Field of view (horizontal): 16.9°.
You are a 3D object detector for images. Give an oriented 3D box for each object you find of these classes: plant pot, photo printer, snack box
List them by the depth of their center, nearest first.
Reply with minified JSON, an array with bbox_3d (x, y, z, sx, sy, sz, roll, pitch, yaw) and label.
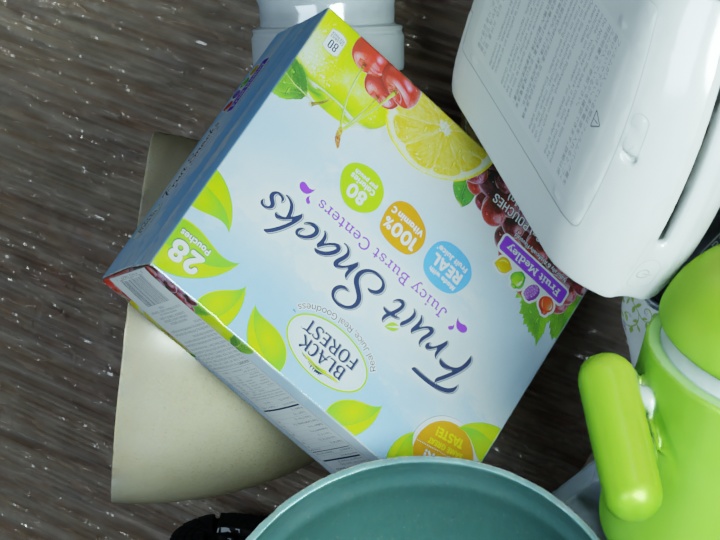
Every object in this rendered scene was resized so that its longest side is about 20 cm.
[{"bbox_3d":[0.117,-0.096,1.108,0.200,0.069,0.166,-116,38,-52],"label":"photo printer"},{"bbox_3d":[0.032,0.206,1.141,0.200,0.134,0.200,-2,61,4],"label":"plant pot"},{"bbox_3d":[0.000,0.000,1.204,0.200,0.169,0.068,42,156,-16],"label":"snack box"},{"bbox_3d":[-0.056,0.032,1.298,0.134,0.200,0.200,6,102,-2],"label":"plant pot"}]

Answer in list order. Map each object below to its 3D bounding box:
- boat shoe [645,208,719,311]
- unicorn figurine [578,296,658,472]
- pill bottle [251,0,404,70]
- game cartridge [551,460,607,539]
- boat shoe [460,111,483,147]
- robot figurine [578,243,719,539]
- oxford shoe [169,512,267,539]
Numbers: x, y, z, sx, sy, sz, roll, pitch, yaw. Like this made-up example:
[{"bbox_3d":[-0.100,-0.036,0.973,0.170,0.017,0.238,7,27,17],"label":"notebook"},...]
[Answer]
[{"bbox_3d":[0.197,-0.055,1.102,0.072,0.068,0.200,49,120,15],"label":"boat shoe"},{"bbox_3d":[0.162,0.068,1.224,0.137,0.074,0.200,4,90,41],"label":"unicorn figurine"},{"bbox_3d":[-0.020,-0.205,1.271,0.112,0.112,0.200,3,97,32],"label":"pill bottle"},{"bbox_3d":[0.158,0.184,1.213,0.200,0.040,0.133,43,123,-11],"label":"game cartridge"},{"bbox_3d":[0.088,-0.144,1.232,0.072,0.076,0.200,27,109,27],"label":"boat shoe"},{"bbox_3d":[0.175,0.072,1.082,0.116,0.175,0.200,-120,38,-54],"label":"robot figurine"},{"bbox_3d":[-0.013,0.196,1.354,0.200,0.073,0.084,11,118,33],"label":"oxford shoe"}]
